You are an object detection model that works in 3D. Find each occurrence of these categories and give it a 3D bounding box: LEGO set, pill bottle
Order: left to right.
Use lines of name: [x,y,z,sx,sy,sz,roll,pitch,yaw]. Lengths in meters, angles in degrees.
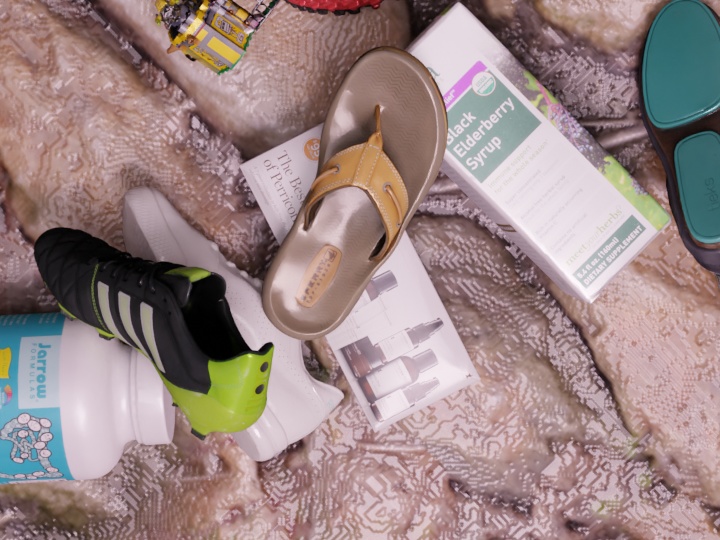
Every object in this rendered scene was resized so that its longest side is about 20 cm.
pill bottle: [-0.224,0.083,0.983,0.200,0.111,0.111,-4,94,-1]
LEGO set: [-0.089,-0.233,0.933,0.116,0.154,0.200,32,117,-29]

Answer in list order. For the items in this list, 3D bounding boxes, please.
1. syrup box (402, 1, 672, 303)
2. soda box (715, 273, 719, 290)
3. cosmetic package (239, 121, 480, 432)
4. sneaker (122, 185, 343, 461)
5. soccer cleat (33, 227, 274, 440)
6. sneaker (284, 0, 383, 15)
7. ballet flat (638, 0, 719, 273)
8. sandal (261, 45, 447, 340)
syrup box: [0.101,-0.077,0.995,0.079,0.081,0.200,-45,95,1]
soda box: [0.282,0.025,0.946,0.064,0.200,0.068,-16,93,0]
cosmetic package: [0.000,0.000,1.013,0.083,0.051,0.200,-27,94,0]
sneaker: [-0.085,0.023,1.012,0.088,0.075,0.200,-31,91,-20]
soccer cleat: [-0.125,0.020,0.931,0.200,0.068,0.081,39,123,26]
sneaker: [0.029,-0.235,0.995,0.200,0.079,0.096,-22,84,-8]
ballet flat: [0.226,-0.085,0.995,0.073,0.073,0.200,-3,60,-1]
sandal: [-0.006,-0.041,0.946,0.080,0.054,0.200,26,104,0]
